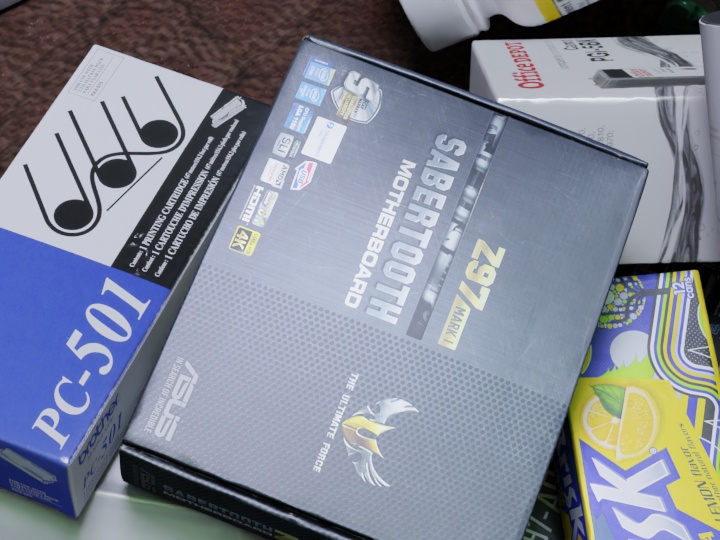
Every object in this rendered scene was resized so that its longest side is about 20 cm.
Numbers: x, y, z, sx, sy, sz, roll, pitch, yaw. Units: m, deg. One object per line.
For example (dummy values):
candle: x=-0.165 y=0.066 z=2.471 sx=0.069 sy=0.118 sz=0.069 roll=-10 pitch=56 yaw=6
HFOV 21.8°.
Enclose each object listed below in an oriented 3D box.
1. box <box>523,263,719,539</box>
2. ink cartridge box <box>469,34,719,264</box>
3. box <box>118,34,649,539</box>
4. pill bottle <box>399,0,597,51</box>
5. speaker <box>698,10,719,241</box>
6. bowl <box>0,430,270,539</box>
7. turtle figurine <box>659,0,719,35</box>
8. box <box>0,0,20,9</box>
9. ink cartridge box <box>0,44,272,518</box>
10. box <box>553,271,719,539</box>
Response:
box: x=0.161 y=0.096 z=0.863 sx=0.160 sy=0.044 sz=0.200 roll=21 pitch=61 yaw=12
ink cartridge box: x=0.154 y=-0.061 z=0.895 sx=0.199 sy=0.083 sz=0.147 roll=-2 pitch=17 yaw=-1
box: x=0.012 y=0.020 z=0.757 sx=0.157 sy=0.051 sz=0.200 roll=22 pitch=68 yaw=3
pill bottle: x=0.108 y=-0.193 z=0.940 sx=0.199 sy=0.114 sz=0.115 roll=-22 pitch=59 yaw=12
speaker: x=0.191 y=-0.015 z=0.791 sx=0.081 sy=0.081 sz=0.201 roll=-9 pitch=103 yaw=-6
bowl: x=-0.096 y=0.059 z=0.813 sx=0.199 sy=0.075 sz=0.200 roll=12 pitch=54 yaw=3
turtle figurine: x=0.203 y=-0.225 z=1.026 sx=0.149 sy=0.101 sz=0.200 roll=27 pitch=77 yaw=32
box: x=-0.225 y=-0.240 z=1.064 sx=0.158 sy=0.048 sz=0.200 roll=-30 pitch=64 yaw=-16
ink cartridge box: x=-0.114 y=-0.002 z=0.782 sx=0.094 sy=0.044 sz=0.200 roll=19 pitch=55 yaw=11
box: x=0.122 y=0.103 z=0.787 sx=0.070 sy=0.064 sz=0.201 roll=-5 pitch=60 yaw=-2
